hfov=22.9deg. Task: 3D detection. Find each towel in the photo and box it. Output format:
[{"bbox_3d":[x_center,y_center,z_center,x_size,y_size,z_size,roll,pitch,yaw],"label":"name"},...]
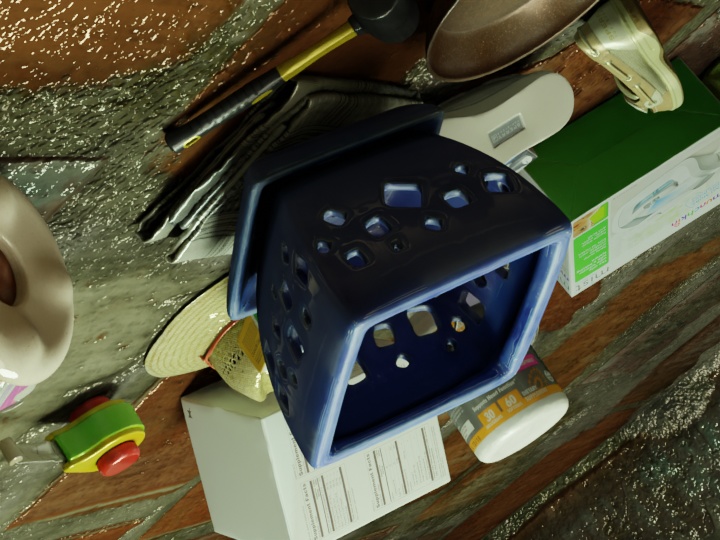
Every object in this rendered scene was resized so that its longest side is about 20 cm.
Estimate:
[{"bbox_3d":[-0.058,-0.076,1.380,0.193,0.035,0.200,-42,161,25],"label":"towel"}]

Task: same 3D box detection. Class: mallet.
[{"bbox_3d":[-0.051,-0.142,1.219,0.200,0.041,0.066,-30,164,1],"label":"mallet"}]

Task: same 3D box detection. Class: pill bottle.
[{"bbox_3d":[0.122,0.095,1.891,0.116,0.200,0.116,-31,163,-11],"label":"pill bottle"}]

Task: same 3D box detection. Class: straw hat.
[{"bbox_3d":[-0.096,0.073,1.627,0.201,0.085,0.201,-31,163,-11],"label":"straw hat"}]

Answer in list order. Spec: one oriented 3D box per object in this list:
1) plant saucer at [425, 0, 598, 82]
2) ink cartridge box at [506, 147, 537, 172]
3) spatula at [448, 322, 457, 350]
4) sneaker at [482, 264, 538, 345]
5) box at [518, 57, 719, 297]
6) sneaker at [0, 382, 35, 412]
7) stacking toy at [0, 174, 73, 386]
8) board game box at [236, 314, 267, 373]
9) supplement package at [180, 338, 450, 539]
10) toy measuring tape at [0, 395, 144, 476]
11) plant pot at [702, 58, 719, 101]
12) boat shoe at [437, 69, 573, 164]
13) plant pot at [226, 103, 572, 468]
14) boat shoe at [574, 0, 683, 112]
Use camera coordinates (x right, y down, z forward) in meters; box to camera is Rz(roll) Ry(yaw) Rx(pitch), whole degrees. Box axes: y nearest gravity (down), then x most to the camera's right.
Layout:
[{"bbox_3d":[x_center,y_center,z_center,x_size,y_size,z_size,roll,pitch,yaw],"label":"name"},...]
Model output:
[{"bbox_3d":[0.124,-0.219,1.326,0.200,0.037,0.200,-32,163,-11],"label":"plant saucer"},{"bbox_3d":[0.065,-0.065,1.632,0.200,0.039,0.099,-38,163,13],"label":"ink cartridge box"},{"bbox_3d":[0.093,0.050,1.818,0.021,0.200,0.057,9,156,0],"label":"spatula"},{"bbox_3d":[0.169,0.000,1.956,0.074,0.085,0.200,4,124,-24],"label":"sneaker"},{"bbox_3d":[0.266,-0.093,1.800,0.200,0.097,0.176,-32,154,-9],"label":"box"},{"bbox_3d":[-0.289,0.083,1.308,0.200,0.081,0.088,-39,161,17],"label":"sneaker"},{"bbox_3d":[-0.297,0.029,1.129,0.200,0.146,0.146,-21,168,21],"label":"stacking toy"},{"bbox_3d":[0.000,0.000,1.544,0.200,0.040,0.153,-21,151,-35],"label":"board game box"},{"bbox_3d":[-0.044,0.170,1.777,0.200,0.151,0.152,-22,-163,-33],"label":"supplement package"},{"bbox_3d":[-0.245,0.146,1.581,0.074,0.074,0.200,-38,163,13],"label":"toy measuring tape"},{"bbox_3d":[0.448,-0.156,1.883,0.200,0.200,0.190,-42,149,24],"label":"plant pot"},{"bbox_3d":[0.085,-0.117,1.488,0.200,0.072,0.069,-35,-156,-22],"label":"boat shoe"},{"bbox_3d":[0.013,-0.001,1.331,0.200,0.180,0.200,-23,149,-26],"label":"plant pot"},{"bbox_3d":[0.239,-0.185,1.577,0.063,0.073,0.201,-30,161,10],"label":"boat shoe"}]
